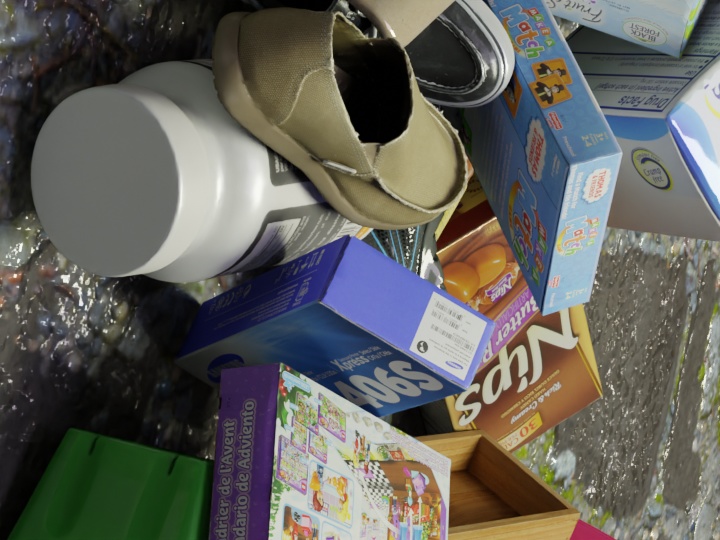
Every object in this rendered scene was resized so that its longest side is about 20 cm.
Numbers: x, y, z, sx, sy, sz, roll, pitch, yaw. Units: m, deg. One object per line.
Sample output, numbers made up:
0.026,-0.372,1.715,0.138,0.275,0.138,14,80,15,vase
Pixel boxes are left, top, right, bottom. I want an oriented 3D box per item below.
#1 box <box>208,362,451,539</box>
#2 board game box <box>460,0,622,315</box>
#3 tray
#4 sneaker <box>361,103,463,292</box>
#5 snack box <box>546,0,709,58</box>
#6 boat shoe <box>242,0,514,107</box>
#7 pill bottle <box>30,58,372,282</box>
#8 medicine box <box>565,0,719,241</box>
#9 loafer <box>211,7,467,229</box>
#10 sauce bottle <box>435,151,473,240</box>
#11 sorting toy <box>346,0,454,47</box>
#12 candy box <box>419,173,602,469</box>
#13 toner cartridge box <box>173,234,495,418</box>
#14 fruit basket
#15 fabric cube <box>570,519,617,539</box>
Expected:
-0.013,0.143,1.248,0.200,0.039,0.137,35,53,-55,box
0.088,-0.097,1.353,0.037,0.200,0.151,-15,149,-12,board game box
0.036,0.148,1.467,0.200,0.099,0.037,-1,121,-46,tray
0.008,-0.044,1.342,0.082,0.073,0.200,-5,103,-26,sneaker
0.154,-0.234,1.462,0.200,0.168,0.068,-57,164,-45,snack box
-0.007,-0.143,1.245,0.072,0.200,0.068,-51,-168,24,boat shoe
-0.074,-0.055,1.232,0.200,0.116,0.117,-11,111,-58,pill bottle
0.222,-0.122,1.483,0.200,0.182,0.103,-43,114,-19,medicine box
0.004,-0.074,1.186,0.200,0.067,0.076,26,62,-53,loafer
0.000,0.000,1.427,0.200,0.066,0.066,-60,146,-20,sauce bottle
-0.004,-0.230,1.239,0.185,0.200,0.036,-46,178,-42,sorting toy
0.086,0.031,1.552,0.117,0.056,0.200,-31,134,-15,candy box
-0.018,0.040,1.267,0.095,0.200,0.043,32,67,-16,toner cartridge box
-0.094,0.200,1.258,0.216,0.155,0.216,-26,122,-54,fruit basket
0.092,0.278,1.532,0.199,0.196,0.200,-10,122,-58,fabric cube
